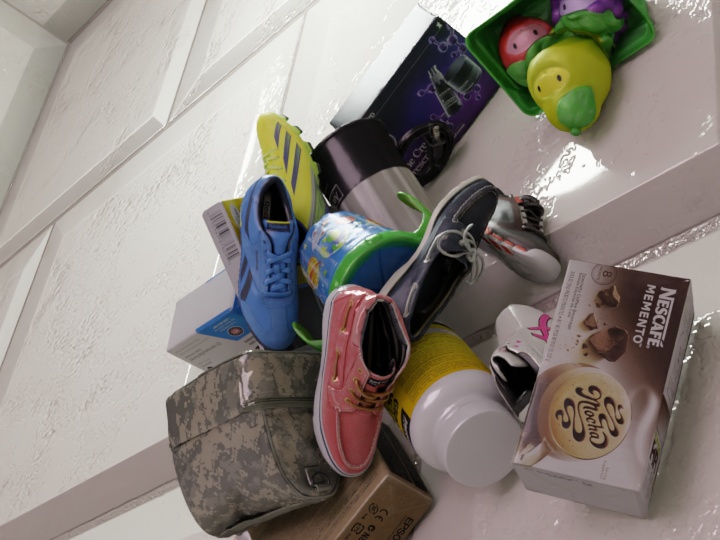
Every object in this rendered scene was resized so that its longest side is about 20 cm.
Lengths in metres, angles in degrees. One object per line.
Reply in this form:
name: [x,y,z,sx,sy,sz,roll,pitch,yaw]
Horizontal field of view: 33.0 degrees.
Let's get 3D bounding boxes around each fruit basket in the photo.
fruit basket: [0.232,-0.257,1.415,0.215,0.156,0.216,-41,15,14]

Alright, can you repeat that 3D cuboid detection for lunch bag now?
lunch bag: [-0.115,0.195,1.343,0.200,0.139,0.169,-28,63,42]

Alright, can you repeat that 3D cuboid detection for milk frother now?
milk frother: [0.065,-0.088,1.520,0.199,0.181,0.189,-29,67,-6]

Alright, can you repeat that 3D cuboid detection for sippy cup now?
sippy cup: [0.000,0.000,1.354,0.177,0.140,0.130,-22,33,-23]

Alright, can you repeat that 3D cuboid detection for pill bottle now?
pill bottle: [0.089,0.136,1.258,0.113,0.112,0.200,-54,27,7]

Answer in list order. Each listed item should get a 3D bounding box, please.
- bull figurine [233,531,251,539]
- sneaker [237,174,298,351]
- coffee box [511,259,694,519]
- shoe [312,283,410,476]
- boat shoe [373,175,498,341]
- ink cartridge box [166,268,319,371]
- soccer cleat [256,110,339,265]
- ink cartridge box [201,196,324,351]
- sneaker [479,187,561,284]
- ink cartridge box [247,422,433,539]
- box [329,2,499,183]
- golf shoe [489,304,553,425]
bull figurine: [-0.114,0.253,1.500,0.121,0.065,0.201,18,66,31]
sneaker: [-0.101,-0.010,1.382,0.078,0.066,0.202,146,121,-68]
coffee box: [0.218,0.101,1.073,0.112,0.080,0.201,11,66,23]
shoe: [0.001,0.117,1.234,0.091,0.071,0.202,-169,80,-65]
boat shoe: [0.091,-0.012,1.281,0.200,0.075,0.062,-50,40,-14]
ink cartridge box: [-0.123,0.087,1.557,0.146,0.199,0.085,-32,39,39]
soccer cleat: [-0.088,-0.100,1.465,0.083,0.201,0.065,-21,-10,-21]
ink cartridge box: [-0.082,-0.002,1.500,0.047,0.200,0.199,-30,83,38]
sneaker: [0.173,-0.052,1.361,0.082,0.077,0.200,-46,31,-2]
ink cartridge box: [-0.027,0.271,1.347,0.200,0.075,0.165,-53,27,10]
box: [0.077,-0.229,1.620,0.200,0.141,0.079,-53,28,9]
golf shoe: [0.167,0.088,1.206,0.073,0.092,0.200,-49,28,18]
